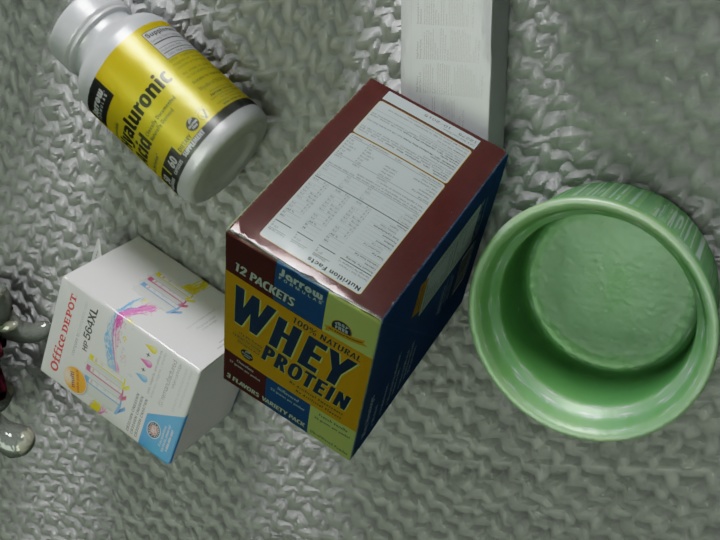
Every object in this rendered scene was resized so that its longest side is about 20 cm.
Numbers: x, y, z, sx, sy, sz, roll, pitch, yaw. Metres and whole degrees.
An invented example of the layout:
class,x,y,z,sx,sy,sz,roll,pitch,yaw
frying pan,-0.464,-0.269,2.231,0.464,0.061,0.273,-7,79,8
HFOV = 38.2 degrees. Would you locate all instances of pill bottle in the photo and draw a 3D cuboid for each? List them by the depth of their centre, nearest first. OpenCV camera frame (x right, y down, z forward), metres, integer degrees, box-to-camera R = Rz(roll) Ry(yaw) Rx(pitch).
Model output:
class,x,y,z,sx,sy,sz,roll,pitch,yaw
pill bottle,-0.192,-0.167,0.969,0.200,0.111,0.112,42,123,8

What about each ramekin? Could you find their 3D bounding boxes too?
class,x,y,z,sx,sy,sz,roll,pitch,yaw
ramekin,0.195,0.026,0.845,0.197,0.098,0.204,10,113,24

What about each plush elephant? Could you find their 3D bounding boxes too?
class,x,y,z,sx,sy,sz,roll,pitch,yaw
plush elephant,-0.430,0.082,1.182,0.199,0.164,0.156,38,87,-27

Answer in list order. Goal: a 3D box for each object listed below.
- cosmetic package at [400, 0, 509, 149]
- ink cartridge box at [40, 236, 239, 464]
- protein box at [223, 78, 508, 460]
class,x,y,z,sx,sy,sz,roll,pitch,yaw
cosmetic package,0.077,-0.190,0.852,0.081,0.051,0.203,9,114,22
ink cartridge box,-0.224,0.072,1.069,0.198,0.125,0.130,31,121,13
protein box,0.000,0.000,0.843,0.134,0.200,0.200,30,144,15
